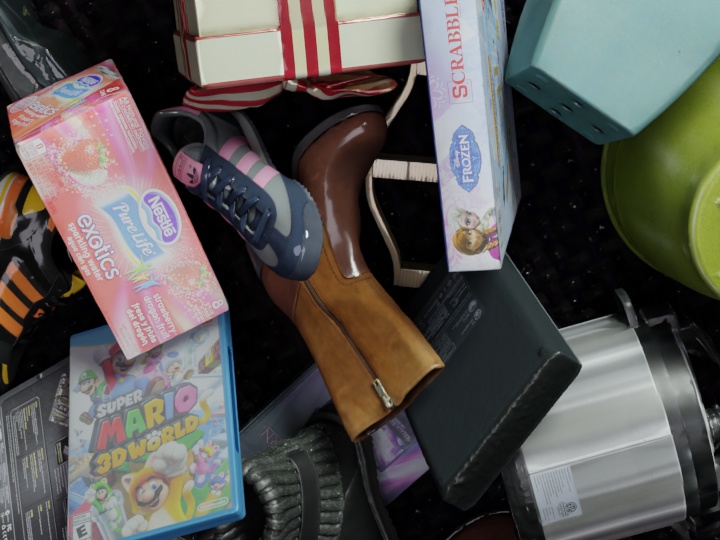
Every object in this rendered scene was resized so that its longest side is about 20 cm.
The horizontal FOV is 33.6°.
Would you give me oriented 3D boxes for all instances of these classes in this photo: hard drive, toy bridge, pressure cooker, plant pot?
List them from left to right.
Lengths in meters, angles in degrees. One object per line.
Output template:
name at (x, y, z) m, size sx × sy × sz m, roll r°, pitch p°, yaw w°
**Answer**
toy bridge at (0.038, -0.086, 0.985) m, size 0.066 × 0.027 × 0.203 m, roll 5°, pitch 108°, yaw 3°
hard drive at (0.083, 0.066, 0.917) m, size 0.033 × 0.201 × 0.140 m, roll 27°, pitch 109°, yaw -25°
pressure cooker at (0.203, 0.127, 0.956) m, size 0.198 × 0.180 × 0.176 m, roll -17°, pitch 146°, yaw 6°
plant pot at (0.199, -0.200, 0.851) m, size 0.140 × 0.141 × 0.201 m, roll 32°, pitch 88°, yaw -6°
plant pot at (0.292, -0.058, 0.890) m, size 0.197 × 0.193 × 0.203 m, roll 1°, pitch 107°, yaw 3°

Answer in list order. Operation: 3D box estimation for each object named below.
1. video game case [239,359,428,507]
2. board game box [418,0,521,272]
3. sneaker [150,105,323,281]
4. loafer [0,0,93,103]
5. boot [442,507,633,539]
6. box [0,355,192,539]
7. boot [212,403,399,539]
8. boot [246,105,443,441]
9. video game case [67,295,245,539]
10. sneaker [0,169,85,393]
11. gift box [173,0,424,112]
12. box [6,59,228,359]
video game case at (-0.017, 0.153, 1.066) m, size 0.200 × 0.019 × 0.143 m, roll -43°, pitch 99°, yaw 14°
board game box at (0.085, -0.125, 0.880) m, size 0.041 × 0.200 × 0.203 m, roll -3°, pitch 106°, yaw 13°
sneaker at (-0.100, -0.060, 0.913) m, size 0.081 × 0.200 × 0.071 m, roll 5°, pitch 121°, yaw -38°
loafer at (-0.296, -0.196, 0.954) m, size 0.072 × 0.073 × 0.201 m, roll -34°, pitch 101°, yaw 17°
boot at (0.147, 0.273, 0.995) m, size 0.186 × 0.200 × 0.069 m, roll -9°, pitch 107°, yaw 6°
box at (-0.234, 0.168, 1.000) m, size 0.157 × 0.201 × 0.048 m, roll -29°, pitch 143°, yaw 10°
boot at (-0.043, 0.231, 0.994) m, size 0.079 × 0.157 × 0.214 m, roll -7°, pitch 104°, yaw 32°
boot at (0.000, 0.000, 0.918) m, size 0.189 × 0.068 × 0.201 m, roll -48°, pitch 58°, yaw 27°
video game case at (-0.166, 0.120, 0.951) m, size 0.141 × 0.202 × 0.018 m, roll -17°, pitch 143°, yaw 10°
sneaker at (-0.281, 0.021, 1.017) m, size 0.089 × 0.070 × 0.203 m, roll 14°, pitch 105°, yaw 3°
gift box at (-0.051, -0.219, 0.877) m, size 0.182 × 0.200 × 0.189 m, roll -7°, pitch 103°, yaw -8°
box at (-0.190, -0.048, 0.940) m, size 0.094 × 0.103 × 0.202 m, roll -26°, pitch 119°, yaw -7°
